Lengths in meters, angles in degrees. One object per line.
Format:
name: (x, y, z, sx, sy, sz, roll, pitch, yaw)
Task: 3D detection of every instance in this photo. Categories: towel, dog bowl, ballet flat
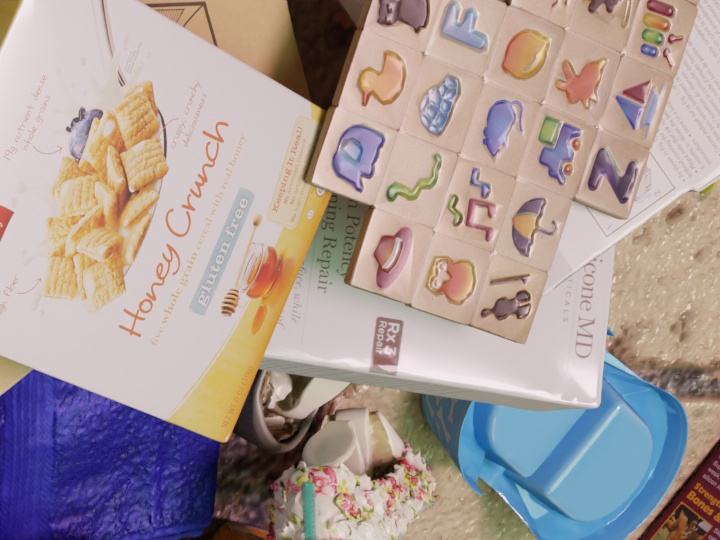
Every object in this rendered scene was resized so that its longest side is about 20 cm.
towel: (-0.146, 0.082, 1.168, 0.199, 0.050, 0.148, -14, 127, -35)
dog bowl: (0.104, 0.082, 1.394, 0.112, 0.050, 0.200, -50, 138, -2)
ballet flat: (-0.002, 0.101, 1.248, 0.075, 0.200, 0.064, -6, 97, 6)
ballet flat: (0.000, 0.000, 1.231, 0.067, 0.064, 0.200, 27, 98, -48)

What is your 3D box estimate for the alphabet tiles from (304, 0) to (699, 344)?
alphabet tiles: (0.063, -0.076, 1.085, 0.167, 0.008, 0.201, 19, 89, -35)

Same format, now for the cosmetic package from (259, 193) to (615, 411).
cosmetic package: (0.013, 0.002, 1.160, 0.199, 0.074, 0.102, 8, 83, -18)

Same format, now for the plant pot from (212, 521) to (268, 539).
plant pot: (-0.042, 0.232, 1.280, 0.200, 0.200, 0.184, 23, 86, -48)

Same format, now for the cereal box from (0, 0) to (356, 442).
cereal box: (-0.096, -0.026, 0.989, 0.200, 0.039, 0.144, 26, 86, -51)

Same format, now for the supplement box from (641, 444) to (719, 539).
supplement box: (0.246, 0.175, 1.540, 0.200, 0.110, 0.086, -50, 139, -2)

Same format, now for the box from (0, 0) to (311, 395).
box: (-0.104, -0.065, 1.012, 0.200, 0.021, 0.164, -40, 133, -31)

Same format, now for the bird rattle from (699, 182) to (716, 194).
bird rattle: (0.181, -0.106, 1.232, 0.112, 0.199, 0.164, -27, 104, -44)

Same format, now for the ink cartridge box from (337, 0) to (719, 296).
ink cartridge box: (0.096, -0.119, 1.155, 0.176, 0.200, 0.045, -35, -179, -1)
